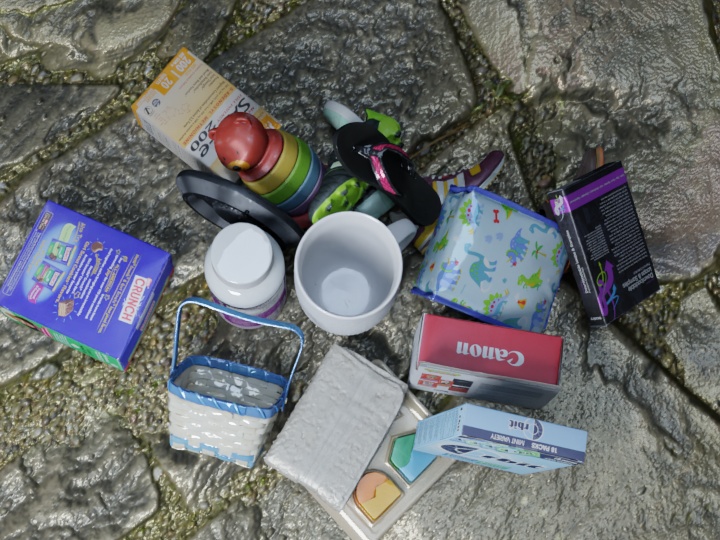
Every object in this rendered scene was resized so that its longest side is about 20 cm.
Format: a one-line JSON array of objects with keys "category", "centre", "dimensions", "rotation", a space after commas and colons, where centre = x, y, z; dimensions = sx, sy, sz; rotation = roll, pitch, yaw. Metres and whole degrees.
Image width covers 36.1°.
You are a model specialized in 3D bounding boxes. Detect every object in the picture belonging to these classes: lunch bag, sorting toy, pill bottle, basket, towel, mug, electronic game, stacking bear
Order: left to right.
[{"category": "basket", "centre": [-0.179, 0.148, 1.495], "dimensions": [0.173, 0.139, 0.203], "rotation": [17, 111, 2]}, {"category": "electronic game", "centre": [-0.168, -0.084, 1.546], "dimensions": [0.197, 0.200, 0.042], "rotation": [25, 76, 5]}, {"category": "pill bottle", "centre": [-0.158, 0.005, 1.522], "dimensions": [0.110, 0.200, 0.114], "rotation": [1, 73, -2]}, {"category": "stacking bear", "centre": [-0.126, -0.148, 1.556], "dimensions": [0.120, 0.199, 0.116], "rotation": [-10, 57, 37]}, {"category": "towel", "centre": [-0.031, 0.212, 1.522], "dimensions": [0.131, 0.035, 0.202], "rotation": [31, 72, 7]}, {"category": "mug", "centre": [0.000, 0.000, 1.542], "dimensions": [0.199, 0.176, 0.148], "rotation": [-40, 79, -13]}, {"category": "sorting toy", "centre": [0.015, 0.253, 1.544], "dimensions": [0.200, 0.037, 0.185], "rotation": [-42, 80, -12]}, {"category": "lunch bag", "centre": [0.194, -0.009, 1.561], "dimensions": [0.197, 0.127, 0.173], "rotation": [21, 90, -15]}]

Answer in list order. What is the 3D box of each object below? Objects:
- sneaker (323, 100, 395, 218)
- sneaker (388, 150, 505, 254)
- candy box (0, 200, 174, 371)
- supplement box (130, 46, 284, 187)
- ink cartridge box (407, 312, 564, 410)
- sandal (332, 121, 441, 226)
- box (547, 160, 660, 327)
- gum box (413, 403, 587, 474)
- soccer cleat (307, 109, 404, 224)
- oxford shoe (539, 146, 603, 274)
[{"category": "sneaker", "centre": [-0.019, -0.158, 1.636], "dimensions": [0.118, 0.074, 0.201], "rotation": [-44, 64, 4]}, {"category": "sneaker", "centre": [0.130, -0.122, 1.634], "dimensions": [0.090, 0.075, 0.200], "rotation": [43, 76, 4]}, {"category": "candy box", "centre": [-0.388, 0.022, 1.573], "dimensions": [0.197, 0.077, 0.171], "rotation": [23, 74, 5]}, {"category": "supplement box", "centre": [-0.225, -0.218, 1.648], "dimensions": [0.199, 0.074, 0.127], "rotation": [37, 77, 8]}, {"category": "ink cartridge box", "centre": [0.172, 0.122, 1.515], "dimensions": [0.196, 0.176, 0.085], "rotation": [10, 74, 0]}, {"category": "sandal", "centre": [0.046, -0.136, 1.513], "dimensions": [0.199, 0.045, 0.076], "rotation": [38, 70, -25]}, {"category": "box", "centre": [0.349, -0.039, 1.575], "dimensions": [0.142, 0.036, 0.203], "rotation": [-24, 98, -38]}, {"category": "gum box", "centre": [0.179, 0.225, 1.457], "dimensions": [0.167, 0.200, 0.045], "rotation": [15, 73, -11]}, {"category": "soccer cleat", "centre": [-0.019, -0.144, 1.553], "dimensions": [0.080, 0.068, 0.201], "rotation": [30, 66, 24]}, {"category": "oxford shoe", "centre": [0.307, -0.100, 1.639], "dimensions": [0.072, 0.071, 0.203], "rotation": [21, 75, 8]}]
